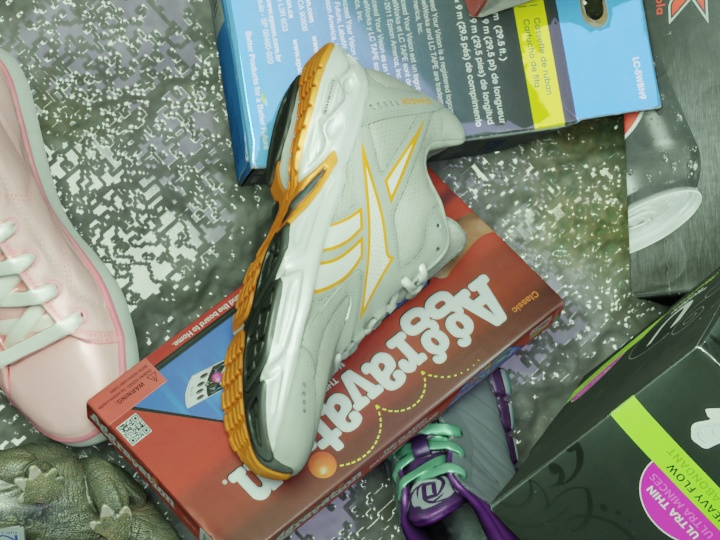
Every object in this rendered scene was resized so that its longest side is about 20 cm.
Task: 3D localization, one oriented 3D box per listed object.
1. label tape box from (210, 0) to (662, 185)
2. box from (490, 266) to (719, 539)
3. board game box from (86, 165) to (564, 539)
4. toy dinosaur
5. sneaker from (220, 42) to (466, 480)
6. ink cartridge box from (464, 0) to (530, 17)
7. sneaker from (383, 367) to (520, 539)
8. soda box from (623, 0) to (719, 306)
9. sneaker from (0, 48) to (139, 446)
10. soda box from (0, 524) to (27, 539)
[{"bbox_3d":[0.030,-0.126,1.139,0.199,0.063,0.145,-8,83,-9],"label":"label tape box"},{"bbox_3d":[0.191,0.111,1.065,0.200,0.149,0.124,45,38,-2],"label":"box"},{"bbox_3d":[-0.014,0.040,1.069,0.200,0.019,0.103,-38,72,-22],"label":"board game box"},{"bbox_3d":[-0.133,0.107,1.070,0.200,0.102,0.077,7,106,-21],"label":"toy dinosaur"},{"bbox_3d":[0.000,0.000,1.041,0.092,0.076,0.200,18,70,-14],"label":"sneaker"},{"bbox_3d":[0.075,-0.232,1.091,0.116,0.067,0.200,-19,85,-6],"label":"ink cartridge box"},{"bbox_3d":[0.037,0.075,1.091,0.074,0.088,0.200,-25,86,11],"label":"sneaker"},{"bbox_3d":[0.168,-0.085,1.142,0.071,0.063,0.201,-7,80,29],"label":"soda box"},{"bbox_3d":[-0.174,-0.011,1.063,0.075,0.105,0.201,-26,81,23],"label":"sneaker"},{"bbox_3d":[-0.164,0.213,1.012,0.063,0.068,0.200,-5,115,-9],"label":"soda box"}]
